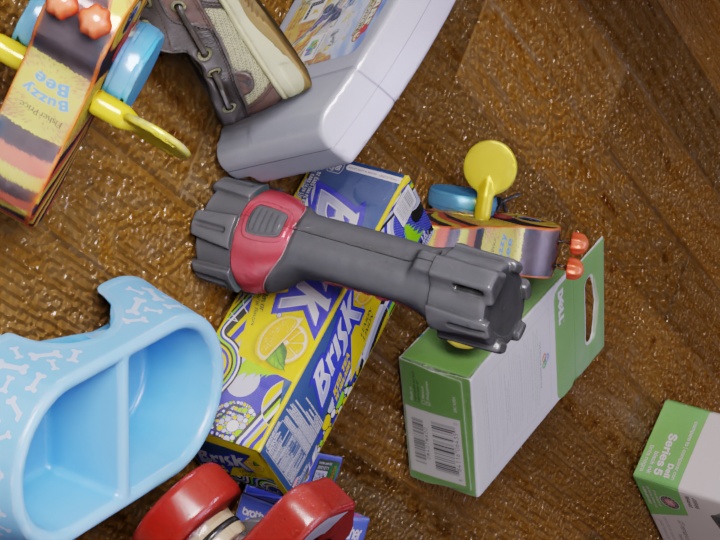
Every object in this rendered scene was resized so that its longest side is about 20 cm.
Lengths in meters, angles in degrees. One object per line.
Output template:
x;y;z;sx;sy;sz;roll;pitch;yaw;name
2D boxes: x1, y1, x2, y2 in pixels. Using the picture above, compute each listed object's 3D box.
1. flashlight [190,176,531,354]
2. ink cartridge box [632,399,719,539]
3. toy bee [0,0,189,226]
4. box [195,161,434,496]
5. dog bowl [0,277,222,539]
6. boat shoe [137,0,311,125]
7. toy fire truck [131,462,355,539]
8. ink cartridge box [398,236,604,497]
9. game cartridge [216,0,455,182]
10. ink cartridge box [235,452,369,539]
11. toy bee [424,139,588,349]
0.000;0.000;1.314;0.068;0.199;0.068;-30;130;-53;flashlight
0.354;0.203;2.026;0.084;0.199;0.146;-61;148;-22;ink cartridge box
-0.139;-0.110;1.095;0.109;0.130;0.202;-63;161;-75;toy bee
-0.033;0.031;1.404;0.201;0.070;0.064;-61;149;-23;box
-0.143;0.078;1.239;0.200;0.049;0.112;-29;128;-52;dog bowl
-0.096;-0.142;1.213;0.065;0.073;0.200;-39;132;3;boat shoe
-0.076;0.193;1.330;0.200;0.112;0.168;-49;169;12;toy fire truck
0.104;0.059;1.668;0.200;0.059;0.104;-44;139;-43;ink cartridge box
0.001;-0.144;1.325;0.041;0.133;0.201;36;66;-21;game cartridge
-0.052;0.215;1.490;0.119;0.042;0.202;19;85;-61;ink cartridge box
0.093;-0.025;1.560;0.200;0.108;0.132;-38;133;-47;toy bee
